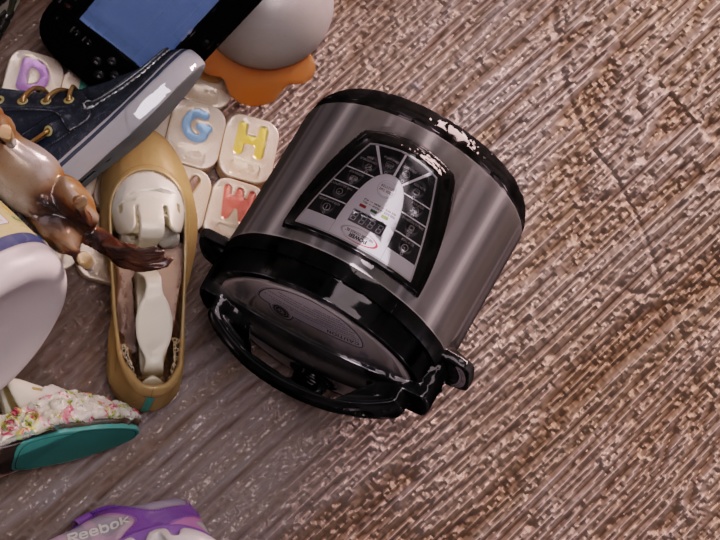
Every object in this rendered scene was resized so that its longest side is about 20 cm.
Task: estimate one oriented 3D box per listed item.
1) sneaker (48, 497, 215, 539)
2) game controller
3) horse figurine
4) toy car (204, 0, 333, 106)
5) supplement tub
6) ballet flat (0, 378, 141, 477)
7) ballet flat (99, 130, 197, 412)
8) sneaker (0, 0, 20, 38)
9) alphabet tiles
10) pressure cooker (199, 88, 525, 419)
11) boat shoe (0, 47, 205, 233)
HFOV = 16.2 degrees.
[{"bbox_3d":[-0.184,0.198,1.664,0.200,0.088,0.081,-14,123,-1],"label":"sneaker"},{"bbox_3d":[-0.135,-0.186,1.704,0.104,0.200,0.042,33,42,-18],"label":"game controller"},{"bbox_3d":[-0.211,-0.060,1.626,0.200,0.133,0.050,44,87,-10],"label":"horse figurine"},{"bbox_3d":[-0.082,-0.215,1.773,0.177,0.184,0.200,5,98,-14],"label":"toy car"},{"bbox_3d":[-0.302,-0.014,1.630,0.144,0.144,0.200,-40,71,-22],"label":"supplement tub"},{"bbox_3d":[-0.244,0.107,1.671,0.200,0.076,0.064,-17,72,-22],"label":"ballet flat"},{"bbox_3d":[-0.140,-0.005,1.724,0.069,0.063,0.200,-2,81,-12],"label":"ballet flat"},{"bbox_3d":[-0.281,-0.203,1.755,0.089,0.077,0.200,28,64,7],"label":"sneaker"},{"bbox_3d":[-0.160,-0.083,1.777,0.200,0.015,0.196,16,71,-10],"label":"alphabet tiles"},{"bbox_3d":[0.001,0.002,1.714,0.179,0.176,0.200,45,66,-32],"label":"pressure cooker"},{"bbox_3d":[-0.204,-0.102,1.703,0.200,0.071,0.091,-40,88,4],"label":"boat shoe"}]
